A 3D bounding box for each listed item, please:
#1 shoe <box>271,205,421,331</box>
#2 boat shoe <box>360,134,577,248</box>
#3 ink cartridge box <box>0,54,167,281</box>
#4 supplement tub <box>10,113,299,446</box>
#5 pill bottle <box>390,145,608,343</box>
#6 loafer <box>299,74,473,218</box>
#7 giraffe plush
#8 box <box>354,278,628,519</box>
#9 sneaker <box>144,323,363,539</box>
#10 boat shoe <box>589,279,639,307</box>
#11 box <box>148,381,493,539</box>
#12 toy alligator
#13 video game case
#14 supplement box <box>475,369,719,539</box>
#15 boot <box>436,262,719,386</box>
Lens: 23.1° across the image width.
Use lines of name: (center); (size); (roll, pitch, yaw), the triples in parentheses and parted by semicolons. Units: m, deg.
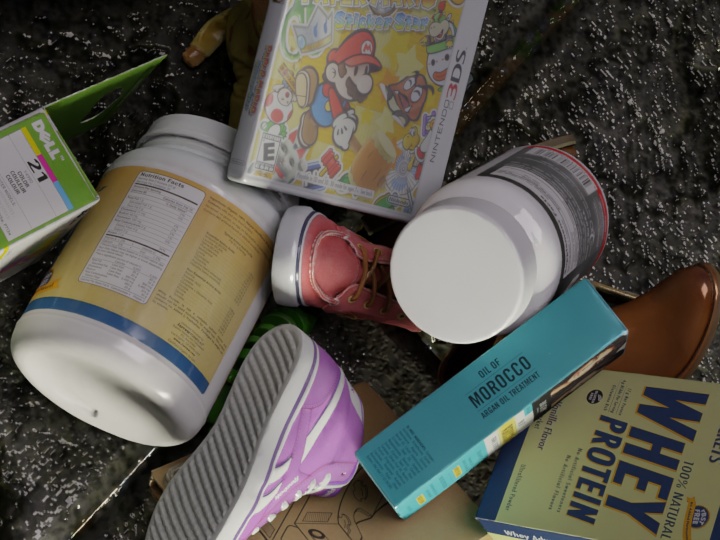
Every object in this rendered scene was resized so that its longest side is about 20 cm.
shoe: (0.000, 0.000, 1.264); (0.091, 0.200, 0.072); (9, 85, 12)
boat shoe: (0.096, -0.048, 1.411); (0.200, 0.072, 0.068); (-24, 90, -21)
ink cartridge box: (-0.218, -0.058, 1.207); (0.200, 0.148, 0.076); (-31, 89, -30)
supplement tub: (-0.138, 0.006, 1.230); (0.145, 0.145, 0.200); (33, 62, -14)
pill bottle: (0.100, -0.018, 1.258); (0.114, 0.114, 0.200); (58, 27, 0)
loafer: (0.009, -0.113, 1.385); (0.063, 0.072, 0.200); (46, 62, 0)
giraffe plush: (-0.040, -0.184, 1.296); (0.172, 0.162, 0.200); (-25, 65, -19)
box: (0.092, 0.091, 1.222); (0.200, 0.082, 0.049); (-37, 75, -3)
sneaker: (-0.059, 0.149, 1.191); (0.114, 0.073, 0.201); (49, 65, -39)
boat shoe: (0.163, 0.029, 1.410); (0.200, 0.076, 0.072); (5, 72, -25)
box: (-0.025, 0.170, 1.252); (0.200, 0.021, 0.164); (-20, 54, -36)
toy alligator: (-0.081, 0.079, 1.263); (0.059, 0.054, 0.200); (24, 44, 15)
video game case: (0.003, -0.134, 1.244); (0.200, 0.023, 0.182); (12, 93, -47)
supplement box: (0.224, 0.183, 1.279); (0.200, 0.200, 0.134); (54, 51, -46)
boot: (0.167, 0.053, 1.338); (0.155, 0.200, 0.074); (18, 37, -28)
